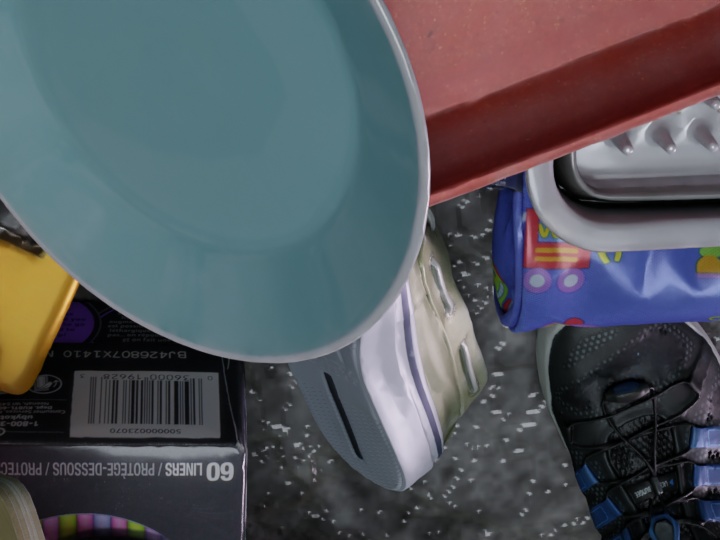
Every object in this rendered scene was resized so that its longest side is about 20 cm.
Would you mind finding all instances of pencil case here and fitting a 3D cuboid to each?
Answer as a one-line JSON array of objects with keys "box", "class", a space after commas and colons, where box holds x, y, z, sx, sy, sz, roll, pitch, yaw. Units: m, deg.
[{"box": [0.141, -0.025, 0.832, 0.198, 0.078, 0.088, -2, 87, -2], "class": "pencil case"}]

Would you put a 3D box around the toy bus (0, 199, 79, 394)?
[{"box": [-0.197, -0.026, 0.796, 0.199, 0.078, 0.065, 24, 94, -14], "class": "toy bus"}]

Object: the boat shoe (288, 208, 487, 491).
[{"box": [0.000, 0.000, 0.820, 0.062, 0.072, 0.201, -48, 147, -24], "class": "boat shoe"}]

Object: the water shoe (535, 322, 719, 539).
[{"box": [0.127, 0.094, 0.892, 0.071, 0.079, 0.201, -21, 117, 7], "class": "water shoe"}]

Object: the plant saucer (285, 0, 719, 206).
[{"box": [0.060, -0.140, 0.674, 0.198, 0.037, 0.201, -21, 114, -3], "class": "plant saucer"}]

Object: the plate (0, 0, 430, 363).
[{"box": [-0.057, -0.063, 0.687, 0.199, 0.026, 0.201, 23, 134, 26], "class": "plate"}]

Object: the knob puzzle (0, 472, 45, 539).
[{"box": [-0.138, 0.127, 0.765, 0.030, 0.219, 0.221, -16, 127, -39], "class": "knob puzzle"}]

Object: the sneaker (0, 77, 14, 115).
[{"box": [-0.111, -0.051, 0.798, 0.199, 0.080, 0.074, 26, 111, -18], "class": "sneaker"}]

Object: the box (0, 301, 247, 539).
[{"box": [-0.106, 0.123, 0.875, 0.121, 0.106, 0.201, 1, 119, -4], "class": "box"}]

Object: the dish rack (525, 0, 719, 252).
[{"box": [0.148, -0.096, 0.750, 0.199, 0.044, 0.173, -3, 112, -10], "class": "dish rack"}]
